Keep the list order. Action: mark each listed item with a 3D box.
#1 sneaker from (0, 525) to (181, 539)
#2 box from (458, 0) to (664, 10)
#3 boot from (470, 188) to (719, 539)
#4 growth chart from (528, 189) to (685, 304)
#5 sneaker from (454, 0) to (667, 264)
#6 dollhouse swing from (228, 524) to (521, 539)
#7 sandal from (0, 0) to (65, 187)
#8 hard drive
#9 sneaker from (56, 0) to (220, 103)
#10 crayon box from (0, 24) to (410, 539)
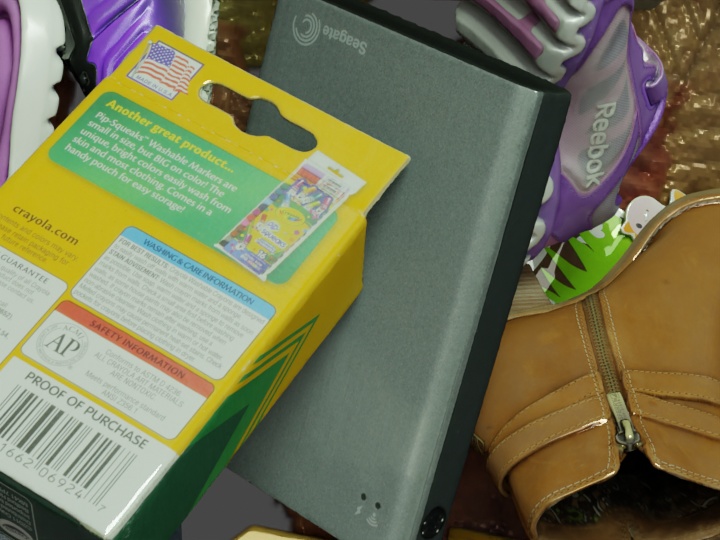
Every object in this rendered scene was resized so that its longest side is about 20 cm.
[{"bbox_3d":[-0.161,0.124,0.829,0.198,0.070,0.110,-13,92,1],"label":"sneaker"},{"bbox_3d":[0.048,-0.188,0.926,0.198,0.109,0.129,0,85,-10],"label":"box"},{"bbox_3d":[0.134,0.040,0.880,0.198,0.156,0.077,-8,123,-10],"label":"boot"},{"bbox_3d":[0.069,0.006,0.962,0.198,0.018,0.146,23,83,-10],"label":"growth chart"},{"bbox_3d":[0.087,-0.087,0.874,0.088,0.201,0.081,-11,44,-25],"label":"sneaker"},{"bbox_3d":[0.023,0.204,0.872,0.174,0.181,0.202,14,84,-20],"label":"dollhouse swing"},{"bbox_3d":[-0.164,-0.019,0.879,0.049,0.082,0.205,7,92,-28],"label":"sandal"},{"bbox_3d":[0.000,0.000,0.866,0.033,0.139,0.202,-3,114,-49],"label":"hard drive"},{"bbox_3d":[-0.110,-0.110,0.917,0.098,0.070,0.202,6,81,-3],"label":"sneaker"},{"bbox_3d":[-0.084,0.010,0.806,0.125,0.052,0.200,28,58,17],"label":"crayon box"}]
